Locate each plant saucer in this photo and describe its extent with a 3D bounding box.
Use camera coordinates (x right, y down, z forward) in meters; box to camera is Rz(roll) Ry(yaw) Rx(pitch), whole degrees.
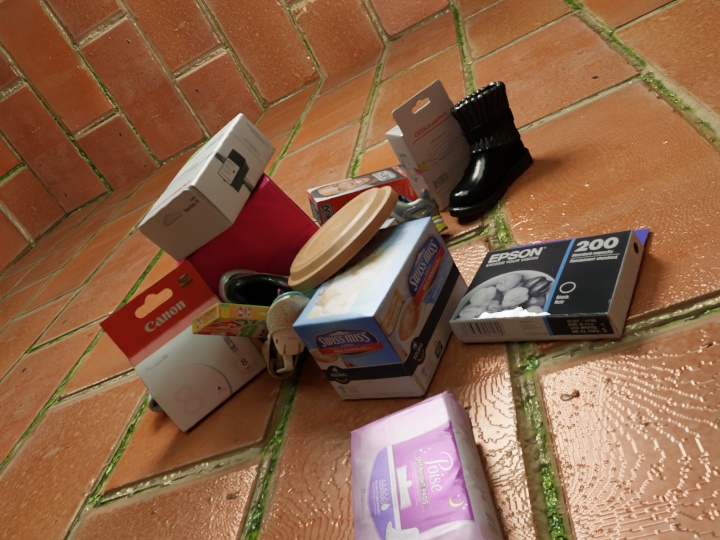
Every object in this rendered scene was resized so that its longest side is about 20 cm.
[{"bbox_3d":[-0.030,-0.049,0.870,0.200,0.032,0.200,-42,14,13],"label":"plant saucer"}]

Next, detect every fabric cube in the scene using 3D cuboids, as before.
[{"bbox_3d":[-0.170,-0.034,1.049,0.199,0.200,0.196,-46,24,0],"label":"fabric cube"}]

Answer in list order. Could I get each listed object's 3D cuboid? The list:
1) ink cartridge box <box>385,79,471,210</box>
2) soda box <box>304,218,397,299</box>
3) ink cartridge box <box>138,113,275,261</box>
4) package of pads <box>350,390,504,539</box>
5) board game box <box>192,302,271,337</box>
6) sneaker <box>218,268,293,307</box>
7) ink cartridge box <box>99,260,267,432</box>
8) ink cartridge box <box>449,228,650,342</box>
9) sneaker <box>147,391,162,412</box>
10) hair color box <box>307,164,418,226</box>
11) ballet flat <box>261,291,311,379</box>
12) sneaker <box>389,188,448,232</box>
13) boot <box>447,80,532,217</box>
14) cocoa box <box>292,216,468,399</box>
[{"bbox_3d":[0.127,-0.223,1.099,0.116,0.201,0.067,-37,26,-14],"label":"ink cartridge box"},{"bbox_3d":[0.000,0.000,0.930,0.063,0.068,0.200,-10,26,37],"label":"soda box"},{"bbox_3d":[-0.231,-0.127,0.944,0.146,0.083,0.201,-27,30,36],"label":"ink cartridge box"},{"bbox_3d":[0.056,0.207,0.551,0.120,0.076,0.200,-27,26,12],"label":"package of pads"},{"bbox_3d":[-0.133,0.076,0.901,0.199,0.030,0.095,4,-20,-36],"label":"board game box"},{"bbox_3d":[-0.111,0.043,0.930,0.199,0.081,0.086,2,4,-18],"label":"sneaker"},{"bbox_3d":[-0.259,0.114,0.921,0.162,0.201,0.057,-38,26,-14],"label":"ink cartridge box"},{"bbox_3d":[0.233,0.005,0.757,0.197,0.044,0.200,-8,33,41],"label":"ink cartridge box"},{"bbox_3d":[-0.259,0.164,0.989,0.200,0.074,0.089,-37,23,13],"label":"sneaker"},{"bbox_3d":[0.006,-0.143,1.190,0.199,0.062,0.102,-18,24,-10],"label":"hair color box"},{"bbox_3d":[-0.096,0.096,0.840,0.067,0.200,0.063,-5,64,-15],"label":"ballet flat"},{"bbox_3d":[0.052,-0.085,1.053,0.199,0.082,0.074,-11,1,30],"label":"sneaker"},{"bbox_3d":[0.194,-0.204,1.040,0.211,0.158,0.079,-45,29,-27],"label":"boot"},{"bbox_3d":[0.033,0.047,0.798,0.133,0.132,0.200,-10,32,37],"label":"cocoa box"}]
